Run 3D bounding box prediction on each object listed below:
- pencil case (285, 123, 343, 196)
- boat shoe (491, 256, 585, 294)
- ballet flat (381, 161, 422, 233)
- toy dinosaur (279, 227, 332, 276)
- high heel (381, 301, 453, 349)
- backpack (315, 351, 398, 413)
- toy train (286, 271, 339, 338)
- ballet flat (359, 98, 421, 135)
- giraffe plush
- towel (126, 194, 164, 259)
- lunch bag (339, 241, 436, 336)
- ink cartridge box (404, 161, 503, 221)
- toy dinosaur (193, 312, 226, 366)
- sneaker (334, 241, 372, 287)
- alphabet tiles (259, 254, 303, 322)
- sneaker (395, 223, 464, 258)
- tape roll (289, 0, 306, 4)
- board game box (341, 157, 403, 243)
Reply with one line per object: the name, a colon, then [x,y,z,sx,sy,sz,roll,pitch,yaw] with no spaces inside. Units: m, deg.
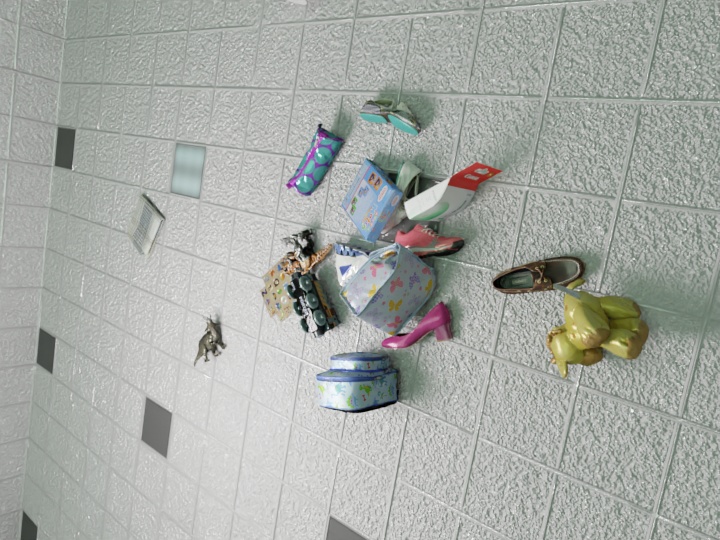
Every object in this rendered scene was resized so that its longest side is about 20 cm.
pencil case: [-0.134,-0.316,1.561,0.085,0.092,0.201,46,117,27]
boat shoe: [0.388,0.015,1.186,0.198,0.070,0.071,-18,78,34]
ballet flat: [0.108,-0.182,1.403,0.069,0.069,0.202,29,106,33]
toy dinosaur: [-0.164,-0.049,1.603,0.198,0.102,0.137,-19,93,13]
high heel: [0.137,0.142,1.374,0.198,0.067,0.097,-14,92,21]
backpack: [-0.017,0.289,1.408,0.181,0.199,0.149,-6,87,37]
toy train: [-0.136,0.095,1.546,0.085,0.113,0.202,-31,76,31]
ballet flat: [0.085,-0.415,1.415,0.199,0.072,0.073,26,105,33]
giraffe plush: [0.455,0.135,1.098,0.199,0.172,0.163,32,130,21]
towel: [-0.866,-0.173,2.145,0.192,0.034,0.201,42,114,29]
lunch bag: [0.077,0.039,1.340,0.200,0.169,0.127,-49,44,12]
ink cartridge box: [0.223,-0.176,1.251,0.199,0.160,0.051,-24,78,34]
toy dinosaur: [-0.530,0.254,1.884,0.103,0.076,0.201,52,124,38]
sneaker: [-0.001,0.000,1.478,0.198,0.080,0.117,22,108,41]
alphabet tiles: [-0.242,0.057,1.696,0.200,0.006,0.168,-38,68,31]
sneaker: [0.164,-0.077,1.350,0.198,0.073,0.088,-7,85,37]
tape roll: [-0.228,-0.885,1.561,0.202,0.202,0.141,30,108,32]
board game box: [0.026,-0.189,1.429,0.152,0.036,0.201,-59,34,21]
